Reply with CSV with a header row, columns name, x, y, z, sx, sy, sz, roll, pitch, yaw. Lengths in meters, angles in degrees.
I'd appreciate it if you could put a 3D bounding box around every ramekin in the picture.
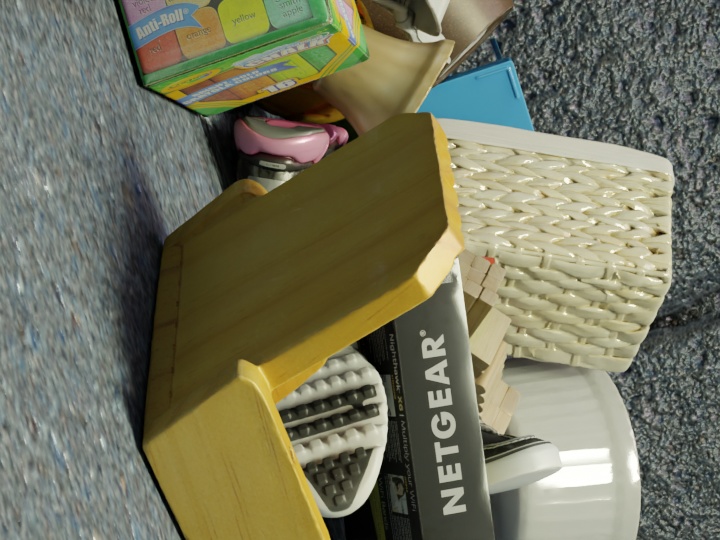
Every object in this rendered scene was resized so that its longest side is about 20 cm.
name,x,y,z,sx,sy,sz,roll,pitch,yaw
ramekin,0.127,0.162,1.541,0.200,0.098,0.201,178,-90,-67

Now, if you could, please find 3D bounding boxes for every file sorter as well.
name,x,y,z,sx,sy,sz,roll,pitch,yaw
file sorter,0.046,-0.097,1.640,0.123,0.200,0.139,-93,165,-68

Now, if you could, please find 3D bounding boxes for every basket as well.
name,x,y,z,sx,sy,sz,roll,pitch,yaw
basket,0.125,-0.015,1.460,0.136,0.200,0.124,107,-10,-48

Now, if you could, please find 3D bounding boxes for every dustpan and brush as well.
name,x,y,z,sx,sy,sz,roll,pitch,yaw
dustpan and brush,0.025,-0.193,1.379,0.140,0.057,0.200,34,9,31

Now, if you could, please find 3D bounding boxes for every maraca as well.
name,x,y,z,sx,sy,sz,roll,pitch,yaw
maraca,-0.042,-0.157,1.460,0.137,0.107,0.200,35,-17,30

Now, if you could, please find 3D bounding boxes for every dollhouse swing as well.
name,x,y,z,sx,sy,sz,roll,pitch,yaw
dollhouse swing,-0.011,0.046,1.026,0.200,0.176,0.182,-95,166,-60

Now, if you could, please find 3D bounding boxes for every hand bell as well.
name,x,y,z,sx,sy,sz,roll,pitch,yaw
hand bell,-0.046,-0.166,1.335,0.200,0.104,0.104,33,14,-4

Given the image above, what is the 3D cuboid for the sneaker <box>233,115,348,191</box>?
name,x,y,z,sx,sy,sz,roll,pitch,yaw
sneaker,-0.055,-0.061,1.391,0.200,0.079,0.096,-35,130,-81

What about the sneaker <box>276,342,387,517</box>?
name,x,y,z,sx,sy,sz,roll,pitch,yaw
sneaker,-0.023,0.084,1.251,0.200,0.075,0.081,-102,-178,-47

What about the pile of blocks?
name,x,y,z,sx,sy,sz,roll,pitch,yaw
pile of blocks,0.071,0.049,1.404,0.200,0.082,0.062,83,28,-45

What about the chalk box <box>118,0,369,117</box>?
name,x,y,z,sx,sy,sz,roll,pitch,yaw
chalk box,-0.081,-0.180,1.205,0.200,0.124,0.124,8,66,-80

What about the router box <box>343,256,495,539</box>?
name,x,y,z,sx,sy,sz,roll,pitch,yaw
router box,0.027,0.093,1.296,0.157,0.052,0.200,176,-93,-71

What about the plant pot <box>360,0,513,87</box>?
name,x,y,z,sx,sy,sz,roll,pitch,yaw
plant pot,0.017,-0.244,1.530,0.200,0.187,0.187,46,8,1

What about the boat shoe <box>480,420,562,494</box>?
name,x,y,z,sx,sy,sz,roll,pitch,yaw
boat shoe,0.063,0.129,1.393,0.200,0.072,0.068,-20,-102,54
